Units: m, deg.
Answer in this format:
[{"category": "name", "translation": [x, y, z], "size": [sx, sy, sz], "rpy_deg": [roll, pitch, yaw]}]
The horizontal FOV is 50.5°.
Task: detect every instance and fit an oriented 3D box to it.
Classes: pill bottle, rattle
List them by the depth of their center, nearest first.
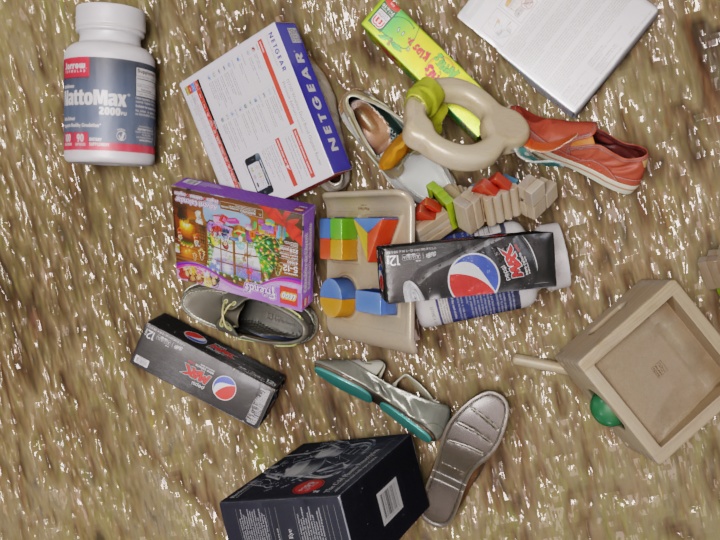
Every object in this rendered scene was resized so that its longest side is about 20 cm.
[{"category": "rattle", "translation": [0.134, -0.133, 0.901], "size": [0.197, 0.131, 0.144], "rpy_deg": [12, 130, -10]}, {"category": "pill bottle", "translation": [0.162, 0.000, 0.980], "size": [0.197, 0.111, 0.113], "rpy_deg": [-12, 93, 9]}, {"category": "pill bottle", "translation": [-0.335, -0.244, 1.021], "size": [0.117, 0.120, 0.204], "rpy_deg": [2, 95, 7]}]

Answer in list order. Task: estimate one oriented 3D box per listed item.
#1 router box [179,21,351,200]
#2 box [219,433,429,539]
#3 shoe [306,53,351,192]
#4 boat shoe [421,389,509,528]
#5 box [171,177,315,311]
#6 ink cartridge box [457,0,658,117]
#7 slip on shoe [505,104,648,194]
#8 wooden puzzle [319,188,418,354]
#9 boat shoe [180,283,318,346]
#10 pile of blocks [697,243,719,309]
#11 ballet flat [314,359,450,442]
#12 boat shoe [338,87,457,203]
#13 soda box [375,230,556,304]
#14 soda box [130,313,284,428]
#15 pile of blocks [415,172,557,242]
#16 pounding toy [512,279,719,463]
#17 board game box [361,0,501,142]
[{"category": "router box", "translation": [-0.126, -0.189, 0.998], "size": [0.178, 0.049, 0.203], "rpy_deg": [-19, 94, 32]}, {"category": "box", "translation": [-0.041, 0.295, 0.962], "size": [0.180, 0.199, 0.106], "rpy_deg": [-14, 93, 29]}, {"category": "shoe", "translation": [-0.060, -0.201, 1.021], "size": [0.069, 0.053, 0.203], "rpy_deg": [-21, 92, 9]}, {"category": "boat shoe", "translation": [0.137, 0.244, 1.028], "size": [0.071, 0.068, 0.202], "rpy_deg": [31, 100, 12]}, {"category": "box", "translation": [-0.156, -0.036, 1.012], "size": [0.197, 0.039, 0.139], "rpy_deg": [13, 118, 20]}, {"category": "ink cartridge box", "translation": [0.250, -0.323, 0.978], "size": [0.200, 0.057, 0.163], "rpy_deg": [41, 99, 11]}, {"category": "slip on shoe", "translation": [0.272, -0.166, 0.965], "size": [0.198, 0.074, 0.062], "rpy_deg": [25, 127, -1]}, {"category": "wooden puzzle", "translation": [0.000, 0.000, 0.978], "size": [0.046, 0.184, 0.204], "rpy_deg": [-8, 98, -36]}, {"category": "boat shoe", "translation": [-0.159, 0.059, 1.053], "size": [0.198, 0.060, 0.073], "rpy_deg": [13, 96, 6]}, {"category": "pile of blocks", "translation": [0.514, 0.030, 0.971], "size": [0.199, 0.082, 0.062], "rpy_deg": [41, 55, -7]}, {"category": "ballet flat", "translation": [0.032, 0.160, 1.042], "size": [0.198, 0.068, 0.064], "rpy_deg": [30, 69, 9]}, {"category": "boat shoe", "translation": [0.047, -0.156, 1.002], "size": [0.200, 0.068, 0.075], "rpy_deg": [42, 96, -1]}, {"category": "soda box", "translation": [0.120, -0.005, 0.877], "size": [0.196, 0.071, 0.064], "rpy_deg": [-6, 95, -5]}, {"category": "soda box", "translation": [-0.208, 0.136, 1.051], "size": [0.198, 0.071, 0.064], "rpy_deg": [28, 100, 3]}, {"category": "pile of blocks", "translation": [0.140, -0.095, 0.940], "size": [0.197, 0.063, 0.083], "rpy_deg": [-15, 49, 6]}, {"category": "pounding toy", "translation": [0.335, 0.124, 0.971], "size": [0.199, 0.142, 0.185], "rpy_deg": [-40, 90, -2]}, {"category": "board game box", "translation": [0.093, -0.252, 0.972], "size": [0.200, 0.102, 0.048], "rpy_deg": [44, 100, 2]}]
